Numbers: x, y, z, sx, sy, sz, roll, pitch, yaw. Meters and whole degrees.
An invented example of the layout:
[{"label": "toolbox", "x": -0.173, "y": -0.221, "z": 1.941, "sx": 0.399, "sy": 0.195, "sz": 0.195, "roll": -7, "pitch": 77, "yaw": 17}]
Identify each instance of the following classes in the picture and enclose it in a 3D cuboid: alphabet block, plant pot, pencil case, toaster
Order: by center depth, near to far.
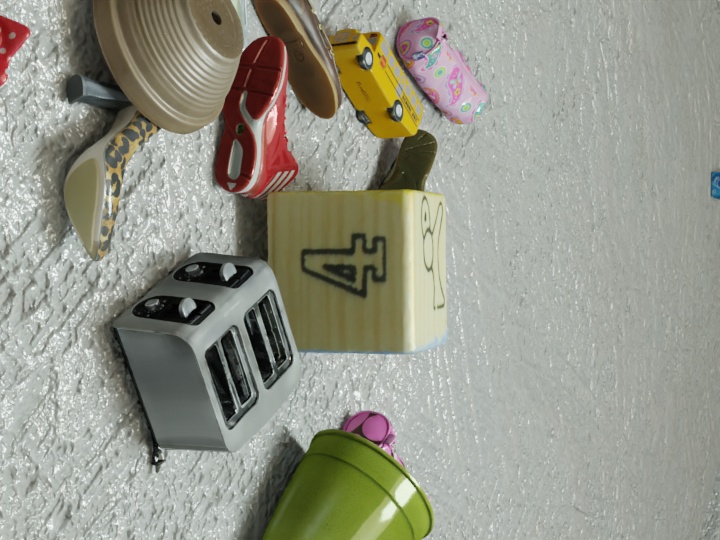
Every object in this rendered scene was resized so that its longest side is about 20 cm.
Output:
[{"label": "plant pot", "x": -0.192, "y": -0.260, "z": 1.409, "sx": 0.201, "sy": 0.092, "sz": 0.202, "roll": 42, "pitch": 38, "yaw": -44}, {"label": "toaster", "x": -0.172, "y": 0.102, "z": 1.472, "sx": 0.181, "sy": 0.118, "sz": 0.202, "roll": -44, "pitch": 127, "yaw": -49}, {"label": "plant pot", "x": -0.038, "y": 0.345, "z": 1.649, "sx": 0.193, "sy": 0.199, "sz": 0.201, "roll": -49, "pitch": 131, "yaw": -32}, {"label": "alphabet block", "x": 0.000, "y": 0.000, "z": 1.650, "sx": 0.195, "sy": 0.194, "sz": 0.202, "roll": -2, "pitch": 91, "yaw": -75}, {"label": "pencil case", "x": 0.041, "y": 0.297, "z": 1.849, "sx": 0.091, "sy": 0.093, "sz": 0.201, "roll": -63, "pitch": 141, "yaw": -37}, {"label": "pencil case", "x": 0.130, "y": -0.311, "z": 2.005, "sx": 0.200, "sy": 0.087, "sz": 0.088, "roll": 46, "pitch": 52, "yaw": -50}]

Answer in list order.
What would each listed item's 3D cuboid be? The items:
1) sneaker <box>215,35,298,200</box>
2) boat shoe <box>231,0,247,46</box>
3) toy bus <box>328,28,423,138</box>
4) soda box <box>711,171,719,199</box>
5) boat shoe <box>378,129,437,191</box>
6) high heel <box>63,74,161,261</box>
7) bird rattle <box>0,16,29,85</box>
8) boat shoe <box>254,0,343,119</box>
[{"label": "sneaker", "x": -0.120, "y": -0.185, "z": 1.617, "sx": 0.115, "sy": 0.078, "sz": 0.202, "roll": 26, "pitch": 80, "yaw": -65}, {"label": "boat shoe", "x": -0.169, "y": -0.355, "z": 1.524, "sx": 0.065, "sy": 0.074, "sz": 0.204, "roll": -40, "pitch": 128, "yaw": -59}, {"label": "toy bus", "x": 0.020, "y": -0.271, "z": 1.839, "sx": 0.200, "sy": 0.065, "sz": 0.079, "roll": 55, "pitch": 46, "yaw": -44}, {"label": "soda box", "x": 1.011, "y": -0.224, "z": 3.487, "sx": 0.199, "sy": 0.064, "sz": 0.069, "roll": 7, "pitch": 84, "yaw": -58}, {"label": "boat shoe", "x": 0.061, "y": -0.113, "z": 1.906, "sx": 0.066, "sy": 0.071, "sz": 0.202, "roll": 103, "pitch": 8, "yaw": -68}, {"label": "high heel", "x": -0.248, "y": -0.105, "z": 1.384, "sx": 0.142, "sy": 0.071, "sz": 0.202, "roll": 8, "pitch": 74, "yaw": -52}, {"label": "bird rattle", "x": -0.400, "y": -0.215, "z": 1.135, "sx": 0.164, "sy": 0.112, "sz": 0.201, "roll": -54, "pitch": 148, "yaw": -28}, {"label": "boat shoe", "x": -0.068, "y": -0.297, "z": 1.687, "sx": 0.071, "sy": 0.070, "sz": 0.201, "roll": -56, "pitch": 135, "yaw": -37}]
